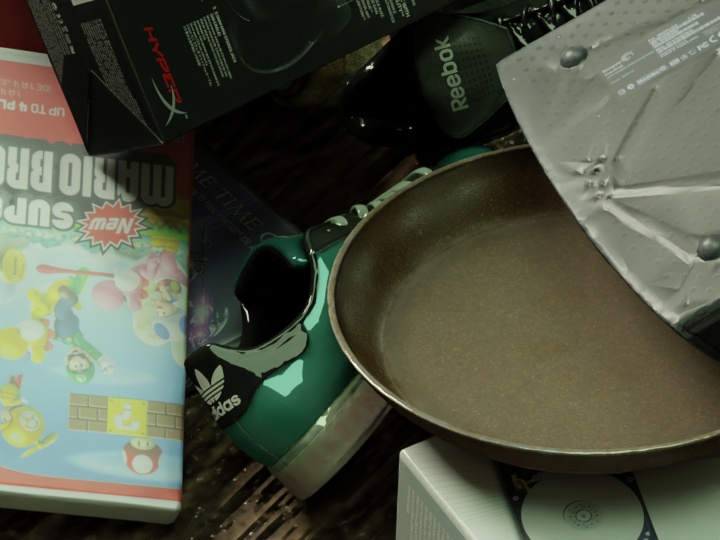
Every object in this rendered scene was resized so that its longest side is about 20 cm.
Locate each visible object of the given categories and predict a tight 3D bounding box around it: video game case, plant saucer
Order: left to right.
[{"bbox_3d":[-0.140,0.000,1.003,0.142,0.017,0.201,7,63,-14],"label":"video game case"},{"bbox_3d":[-0.122,0.011,1.064,0.199,0.019,0.143,-26,49,-28],"label":"video game case"},{"bbox_3d":[0.087,0.016,0.947,0.199,0.032,0.201,-2,36,1],"label":"plant saucer"}]

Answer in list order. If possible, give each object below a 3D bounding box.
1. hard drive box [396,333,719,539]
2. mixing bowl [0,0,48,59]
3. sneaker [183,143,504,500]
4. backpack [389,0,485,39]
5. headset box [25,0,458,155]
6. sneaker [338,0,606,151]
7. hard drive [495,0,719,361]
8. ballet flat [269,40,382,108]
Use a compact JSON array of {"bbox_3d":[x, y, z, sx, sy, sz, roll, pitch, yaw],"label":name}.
[{"bbox_3d":[0.128,0.126,0.904,0.155,0.077,0.200,-22,47,-23],"label":"hard drive box"},{"bbox_3d":[-0.119,-0.133,1.121,0.108,0.200,0.200,44,50,-2],"label":"mixing bowl"},{"bbox_3d":[0.000,0.000,1.022,0.080,0.071,0.200,43,48,-8],"label":"sneaker"},{"bbox_3d":[0.115,-0.160,1.176,0.199,0.167,0.127,-3,61,-11],"label":"backpack"},{"bbox_3d":[-0.045,-0.156,1.027,0.199,0.149,0.077,-29,14,-30],"label":"headset box"},{"bbox_3d":[0.069,-0.092,1.071,0.199,0.067,0.090,-20,-3,41],"label":"sneaker"},{"bbox_3d":[0.139,-0.051,0.938,0.134,0.042,0.200,-30,36,2],"label":"hard drive"},{"bbox_3d":[-0.050,-0.144,1.209,0.070,0.071,0.200,-19,47,-21],"label":"ballet flat"}]
